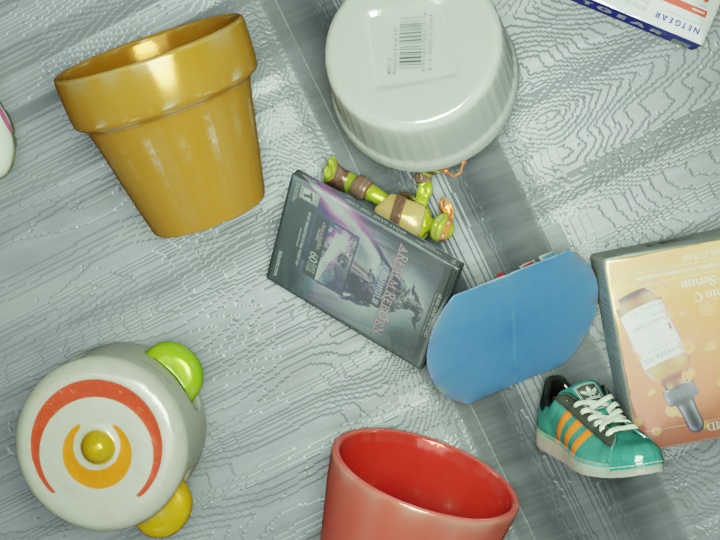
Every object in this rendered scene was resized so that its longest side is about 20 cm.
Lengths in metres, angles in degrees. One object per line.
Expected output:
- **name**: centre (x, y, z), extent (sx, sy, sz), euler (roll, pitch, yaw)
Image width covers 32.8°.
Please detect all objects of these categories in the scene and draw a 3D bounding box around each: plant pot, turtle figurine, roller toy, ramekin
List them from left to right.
- **roller toy**: centre (-0.262, 0.176, 1.288), extent (0.181, 0.140, 0.201), euler (2, 95, 3)
- **plant pot**: centre (-0.185, -0.142, 1.248), extent (0.199, 0.200, 0.184), euler (-17, 109, 4)
- **turtle figurine**: centre (0.036, -0.069, 1.293), extent (0.160, 0.064, 0.201), euler (17, 94, 8)
- **plant pot**: centre (0.044, 0.286, 1.264), extent (0.199, 0.200, 0.178), euler (17, 103, 2)
- **ramekin**: centre (0.059, -0.210, 1.235), extent (0.199, 0.098, 0.202), euler (-2, 76, 10)

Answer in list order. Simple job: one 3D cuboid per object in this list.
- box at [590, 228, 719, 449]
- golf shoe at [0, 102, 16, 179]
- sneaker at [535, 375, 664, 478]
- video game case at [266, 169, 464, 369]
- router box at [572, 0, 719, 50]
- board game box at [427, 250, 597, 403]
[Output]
- **box**: centre (0.335, 0.069, 1.266), extent (0.151, 0.106, 0.201), euler (-12, 93, 4)
- **golf shoe**: centre (-0.429, -0.189, 1.296), extent (0.072, 0.092, 0.201), euler (-20, 94, 3)
- **sneaker**: centre (0.234, 0.155, 1.234), extent (0.071, 0.200, 0.080), euler (-6, 97, -22)
- **video game case**: centre (0.000, 0.000, 1.262), extent (0.199, 0.019, 0.143), euler (31, 131, 16)
- **router box**: centre (0.294, -0.351, 1.266), extent (0.199, 0.049, 0.180), euler (23, 95, 1)
- **board game box**: centre (0.151, 0.051, 1.272), extent (0.199, 0.039, 0.159), euler (-21, 133, -13)
